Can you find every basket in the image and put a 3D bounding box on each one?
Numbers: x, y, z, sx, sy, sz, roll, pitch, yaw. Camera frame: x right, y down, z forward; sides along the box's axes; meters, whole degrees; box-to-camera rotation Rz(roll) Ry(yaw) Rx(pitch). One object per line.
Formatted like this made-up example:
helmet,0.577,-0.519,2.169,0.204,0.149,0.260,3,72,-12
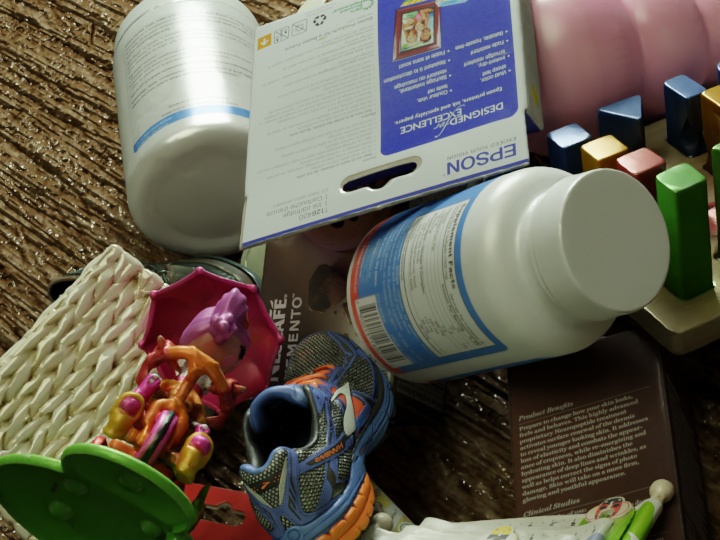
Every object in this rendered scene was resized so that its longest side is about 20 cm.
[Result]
basket,-0.184,0.095,1.240,0.123,0.136,0.200,42,76,4

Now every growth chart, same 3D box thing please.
growth chart,0.058,0.162,0.968,0.199,0.018,0.145,-10,20,27

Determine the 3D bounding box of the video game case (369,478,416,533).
video game case,-0.014,0.243,1.041,0.200,0.023,0.182,-41,65,-11

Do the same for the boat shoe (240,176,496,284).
boat shoe,0.008,-0.027,1.313,0.201,0.061,0.072,-23,67,23

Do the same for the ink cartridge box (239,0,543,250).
ink cartridge box,0.020,-0.106,1.171,0.197,0.047,0.201,-16,51,20

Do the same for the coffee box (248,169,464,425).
coffee box,0.000,0.000,1.224,0.113,0.080,0.201,-2,73,30

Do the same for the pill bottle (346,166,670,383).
pill bottle,0.088,0.001,1.080,0.200,0.112,0.112,-17,39,54

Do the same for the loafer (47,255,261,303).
loafer,-0.156,0.025,1.357,0.199,0.063,0.072,4,98,44

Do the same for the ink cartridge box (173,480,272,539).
ink cartridge box,-0.109,0.238,1.137,0.116,0.067,0.200,6,56,37

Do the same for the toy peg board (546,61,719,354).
toy peg board,0.220,-0.071,1.128,0.199,0.098,0.199,-23,37,-17

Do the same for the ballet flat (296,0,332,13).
ballet flat,0.009,-0.222,1.489,0.200,0.065,0.071,-37,40,-1

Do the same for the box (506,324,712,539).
box,0.144,0.133,1.048,0.100,0.075,0.200,-18,41,19

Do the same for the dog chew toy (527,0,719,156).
dog chew toy,0.182,-0.151,1.251,0.199,0.125,0.125,-14,38,-17

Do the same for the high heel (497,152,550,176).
high heel,0.138,-0.144,1.354,0.142,0.072,0.200,36,57,20

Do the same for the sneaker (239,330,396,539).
sneaker,-0.029,0.089,1.080,0.075,0.079,0.200,-29,24,16

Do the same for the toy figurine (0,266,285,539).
toy figurine,-0.113,0.075,1.099,0.185,0.150,0.200,-63,4,-29

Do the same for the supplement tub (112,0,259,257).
supplement tub,-0.127,-0.119,1.436,0.132,0.132,0.200,-26,42,12
